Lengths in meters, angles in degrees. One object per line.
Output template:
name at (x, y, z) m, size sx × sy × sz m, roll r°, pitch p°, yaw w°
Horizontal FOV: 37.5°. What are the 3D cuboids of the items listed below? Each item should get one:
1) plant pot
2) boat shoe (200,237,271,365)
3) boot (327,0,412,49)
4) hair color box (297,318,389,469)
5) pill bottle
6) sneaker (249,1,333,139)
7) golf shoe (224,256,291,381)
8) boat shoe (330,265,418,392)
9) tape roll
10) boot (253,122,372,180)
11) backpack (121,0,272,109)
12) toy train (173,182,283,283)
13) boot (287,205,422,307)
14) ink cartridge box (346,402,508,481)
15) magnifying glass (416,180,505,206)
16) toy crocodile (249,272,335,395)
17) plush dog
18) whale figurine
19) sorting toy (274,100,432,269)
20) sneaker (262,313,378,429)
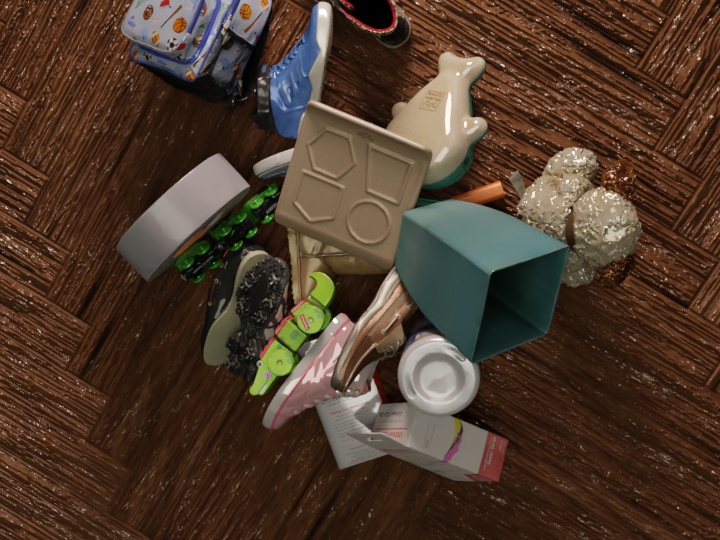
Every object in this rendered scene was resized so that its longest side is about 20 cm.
plant pot at (0.146, -0.005, 1.406) m, size 0.200 × 0.141 × 0.142 m, roll 40°, pitch 135°, yaw 40°
boat shoe at (-0.192, 0.048, 1.581) m, size 0.063 × 0.074 × 0.202 m, roll 40°, pitch 116°, yaw 42°
boot at (-0.013, -0.384, 1.448) m, size 0.073 × 0.151 × 0.200 m, roll -44°, pitch 92°, yaw 10°
hair color box at (-0.018, 0.184, 1.581) m, size 0.101 × 0.061 × 0.200 m, roll -19°, pitch 97°, yaw 8°
pill bottle at (0.114, 0.123, 1.486) m, size 0.111 × 0.200 × 0.111 m, roll 1°, pitch 101°, yaw 7°
sneaker at (-0.104, -0.286, 1.499) m, size 0.111 × 0.077 × 0.200 m, roll 12°, pitch 118°, yaw 0°
golf shoe at (-0.136, 0.064, 1.554) m, size 0.078 × 0.094 × 0.200 m, roll 34°, pitch 117°, yaw 27°
boat shoe at (0.029, 0.086, 1.454) m, size 0.072 × 0.076 × 0.200 m, roll 32°, pitch 71°, yaw 4°
tape roll at (-0.249, -0.074, 1.496) m, size 0.200 × 0.200 × 0.066 m, roll -43°, pitch 92°, yaw 10°
boot at (-0.058, -0.139, 1.514) m, size 0.200 × 0.073 × 0.091 m, roll -15°, pitch 97°, yaw 28°
backpack at (-0.221, -0.349, 1.466) m, size 0.200 × 0.154 × 0.191 m, roll 27°, pitch 83°, yaw 33°
toy train at (-0.187, -0.057, 1.538) m, size 0.200 × 0.056 × 0.042 m, roll -42°, pitch 120°, yaw -13°
boot at (0.000, 0.000, 1.539) m, size 0.199 × 0.066 × 0.176 m, roll -4°, pitch 105°, yaw 10°
ink cartridge box at (0.094, 0.238, 1.509) m, size 0.200 × 0.116 × 0.068 m, roll 25°, pitch 70°, yaw -23°
magnifying glass at (0.113, -0.088, 1.548) m, size 0.200 × 0.022 × 0.080 m, roll -18°, pitch 97°, yaw 10°
toy crocodile at (-0.097, 0.093, 1.504) m, size 0.062 × 0.068 × 0.200 m, roll 36°, pitch 98°, yaw 7°
plush dog at (0.299, -0.065, 1.433) m, size 0.172 × 0.160 × 0.201 m, roll 6°, pitch 101°, yaw 47°
whale figurine at (0.118, -0.207, 1.497) m, size 0.159 × 0.104 × 0.200 m, roll 15°, pitch 77°, yaw 35°
sorting toy at (-0.011, -0.117, 1.461) m, size 0.185 × 0.036 × 0.200 m, roll 23°, pitch 120°, yaw 8°
sneaker at (-0.049, 0.169, 1.512) m, size 0.105 × 0.075 × 0.200 m, roll 38°, pitch 95°, yaw 5°
